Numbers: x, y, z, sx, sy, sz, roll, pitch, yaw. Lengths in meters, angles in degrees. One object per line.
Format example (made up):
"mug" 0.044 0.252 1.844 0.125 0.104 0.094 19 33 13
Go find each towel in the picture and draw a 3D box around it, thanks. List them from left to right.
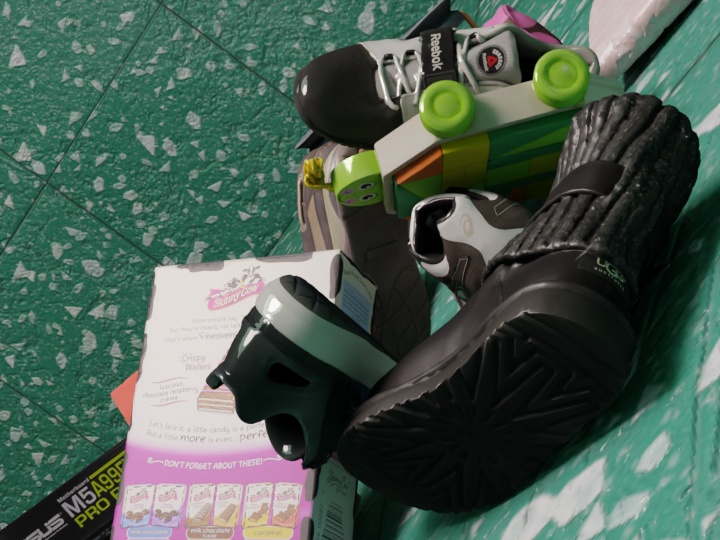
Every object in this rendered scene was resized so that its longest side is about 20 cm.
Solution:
"towel" 0.239 -0.239 1.003 0.200 0.032 0.191 -51 7 24

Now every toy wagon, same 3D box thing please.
"toy wagon" 0.064 -0.069 0.847 0.198 0.040 0.155 -15 -19 -2

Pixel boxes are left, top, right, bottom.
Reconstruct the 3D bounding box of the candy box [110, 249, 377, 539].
"candy box" -0.069 0.094 0.828 0.135 0.061 0.202 -4 66 25

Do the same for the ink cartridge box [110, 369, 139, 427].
"ink cartridge box" -0.149 0.106 1.261 0.160 0.047 0.200 -40 41 -4

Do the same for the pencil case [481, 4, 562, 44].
"pencil case" 0.099 -0.114 1.144 0.201 0.093 0.091 -52 52 15

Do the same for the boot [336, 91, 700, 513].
"boot" 0.080 0.021 0.676 0.211 0.079 0.158 -40 19 47

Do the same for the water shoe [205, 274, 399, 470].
"water shoe" -0.017 0.068 0.743 0.079 0.071 0.200 -47 -36 -1

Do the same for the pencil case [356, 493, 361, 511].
"pencil case" -0.077 0.194 0.870 0.201 0.089 0.078 -57 -30 -7

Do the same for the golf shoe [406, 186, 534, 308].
"golf shoe" 0.073 -0.019 0.848 0.078 0.094 0.200 -56 6 -6

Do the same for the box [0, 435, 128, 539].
"box" -0.170 0.182 0.992 0.199 0.044 0.161 -37 -22 -30

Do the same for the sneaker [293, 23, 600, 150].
"sneaker" 0.058 -0.125 0.866 0.089 0.198 0.075 133 130 -65

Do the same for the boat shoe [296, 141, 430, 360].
"boat shoe" -0.002 0.007 0.944 0.074 0.202 0.073 -12 14 -34

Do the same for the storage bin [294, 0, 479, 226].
"storage bin" 0.056 -0.103 1.015 0.146 0.134 0.200 -46 7 -10
